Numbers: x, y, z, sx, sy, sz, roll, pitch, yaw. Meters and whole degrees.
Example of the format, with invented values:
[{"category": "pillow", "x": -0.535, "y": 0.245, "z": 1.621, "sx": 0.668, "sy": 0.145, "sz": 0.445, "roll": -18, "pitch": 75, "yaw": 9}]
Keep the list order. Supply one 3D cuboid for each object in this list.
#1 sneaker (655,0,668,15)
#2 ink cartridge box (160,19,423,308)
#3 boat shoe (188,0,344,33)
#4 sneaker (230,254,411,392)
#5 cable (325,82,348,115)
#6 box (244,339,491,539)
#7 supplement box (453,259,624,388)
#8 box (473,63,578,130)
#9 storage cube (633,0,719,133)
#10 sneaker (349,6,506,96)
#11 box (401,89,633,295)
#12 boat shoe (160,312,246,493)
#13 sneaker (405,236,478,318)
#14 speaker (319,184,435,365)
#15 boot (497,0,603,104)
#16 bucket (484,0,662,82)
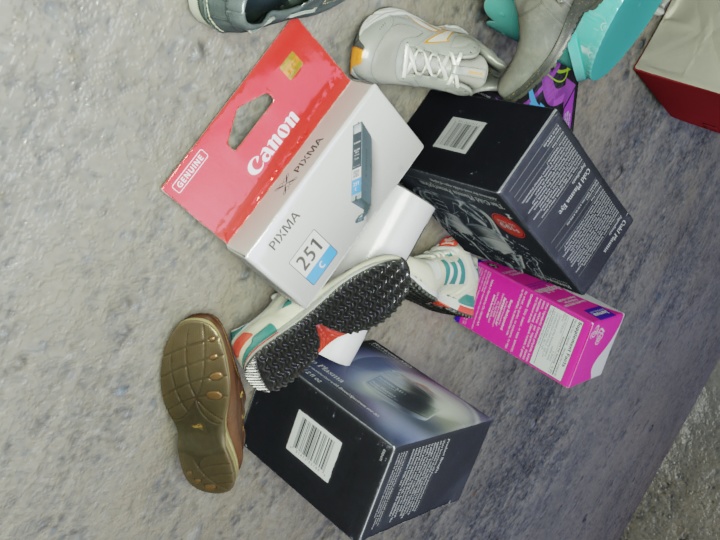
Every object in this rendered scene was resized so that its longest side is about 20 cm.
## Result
[{"category": "sneaker", "x": 0.343, "y": -0.397, "z": 1.012, "sx": 0.076, "sy": 0.092, "sz": 0.200, "roll": -53, "pitch": 145, "yaw": -8}, {"category": "ink cartridge box", "x": -0.054, "y": -0.094, "z": 0.753, "sx": 0.201, "sy": 0.045, "sz": 0.176, "roll": -54, "pitch": 130, "yaw": -9}, {"category": "boat shoe", "x": -0.046, "y": -0.237, "z": 0.683, "sx": 0.199, "sy": 0.061, "sz": 0.073, "roll": -30, "pitch": 133, "yaw": -37}, {"category": "sneaker", "x": -0.046, "y": 0.034, "z": 0.834, "sx": 0.199, "sy": 0.093, "sz": 0.071, "roll": -35, "pitch": 129, "yaw": -11}, {"category": "cable", "x": -0.033, "y": -0.083, "z": 0.824, "sx": 0.097, "sy": 0.050, "sz": 0.202, "roll": 13, "pitch": 107, "yaw": -53}, {"category": "box", "x": 0.007, "y": 0.180, "z": 0.944, "sx": 0.197, "sy": 0.199, "sz": 0.124, "roll": 0, "pitch": 115, "yaw": -52}, {"category": "supplement box", "x": 0.247, "y": 0.066, "z": 1.157, "sx": 0.101, "sy": 0.199, "sz": 0.104, "roll": -8, "pitch": 122, "yaw": -49}, {"category": "box", "x": 0.210, "y": -0.197, "z": 1.059, "sx": 0.199, "sy": 0.036, "sz": 0.144, "roll": -35, "pitch": 139, "yaw": -28}, {"category": "storage cube", "x": 0.557, "y": -0.323, "z": 1.266, "sx": 0.179, "sy": 0.199, "sz": 0.172, "roll": 23, "pitch": 98, "yaw": -49}, {"category": "sneaker", "x": 0.076, "y": -0.213, "z": 0.829, "sx": 0.199, "sy": 0.092, "sz": 0.076, "roll": -15, "pitch": 127, "yaw": -44}, {"category": "box", "x": 0.155, "y": -0.087, "z": 0.888, "sx": 0.182, "sy": 0.199, "sz": 0.105, "roll": 41, "pitch": 81, "yaw": -35}, {"category": "boat shoe", "x": -0.152, "y": 0.127, "z": 0.831, "sx": 0.068, "sy": 0.071, "sz": 0.202, "roll": -66, "pitch": 157, "yaw": -60}, {"category": "sneaker", "x": 0.091, "y": -0.006, "z": 1.028, "sx": 0.199, "sy": 0.070, "sz": 0.094, "roll": 27, "pitch": 76, "yaw": -53}, {"category": "speaker", "x": 0.000, "y": 0.000, "z": 0.903, "sx": 0.081, "sy": 0.081, "sz": 0.201, "roll": 25, "pitch": 94, "yaw": -55}, {"category": "boot", "x": 0.154, "y": -0.266, "z": 0.779, "sx": 0.200, "sy": 0.130, "sz": 0.068, "roll": -55, "pitch": -178, "yaw": 44}, {"category": "bucket", "x": 0.242, "y": -0.312, "z": 0.880, "sx": 0.207, "sy": 0.134, "sz": 0.208, "roll": -46, "pitch": 161, "yaw": -21}]
